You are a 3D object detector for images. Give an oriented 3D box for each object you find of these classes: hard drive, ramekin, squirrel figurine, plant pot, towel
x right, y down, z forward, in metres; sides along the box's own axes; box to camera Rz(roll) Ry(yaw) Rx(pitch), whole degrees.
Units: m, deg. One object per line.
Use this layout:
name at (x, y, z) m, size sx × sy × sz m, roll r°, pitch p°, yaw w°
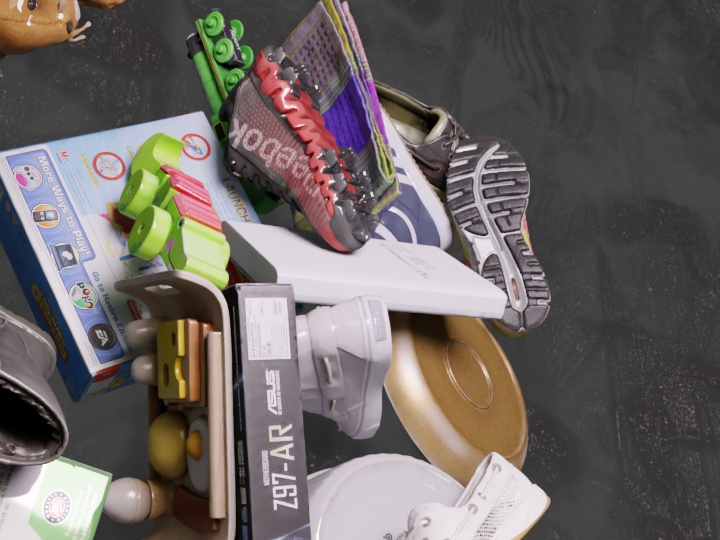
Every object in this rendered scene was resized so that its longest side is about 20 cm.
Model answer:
hard drive at (0.000, 0.000, 1.016) m, size 0.198 × 0.027 × 0.132 m, roll 7°, pitch 16°, yaw -27°
ramekin at (0.019, 0.231, 0.958) m, size 0.201 × 0.094 × 0.204 m, roll 14°, pitch 55°, yaw -20°
squirrel figurine at (-0.297, -0.273, 1.099) m, size 0.198 × 0.142 × 0.188 m, roll 19°, pitch 63°, yaw 1°
plant pot at (0.083, 0.091, 1.069) m, size 0.200 × 0.027 × 0.201 m, roll 39°, pitch 33°, yaw -31°
towel at (-0.035, -0.124, 1.119) m, size 0.023 × 0.143 × 0.202 m, roll 3°, pitch 62°, yaw -40°

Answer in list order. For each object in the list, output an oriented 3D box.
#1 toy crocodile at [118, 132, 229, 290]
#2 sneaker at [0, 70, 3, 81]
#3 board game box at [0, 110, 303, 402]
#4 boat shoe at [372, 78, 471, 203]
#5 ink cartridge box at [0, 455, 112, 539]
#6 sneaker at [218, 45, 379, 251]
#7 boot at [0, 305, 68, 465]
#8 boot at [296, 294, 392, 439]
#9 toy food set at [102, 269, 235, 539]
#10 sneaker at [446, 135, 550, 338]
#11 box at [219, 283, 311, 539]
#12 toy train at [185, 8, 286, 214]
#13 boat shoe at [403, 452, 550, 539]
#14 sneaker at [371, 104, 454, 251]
toy crocodile at (-0.135, -0.042, 0.951) m, size 0.067 × 0.062 × 0.200 m, roll 27°, pitch 15°, yaw -26°
sneaker at (-0.345, -0.120, 0.993) m, size 0.084 × 0.075 × 0.201 m, roll 29°, pitch 52°, yaw -10°
board game box at (-0.177, -0.018, 1.032) m, size 0.195 × 0.056 × 0.201 m, roll -16°, pitch 70°, yaw -35°
boat shoe at (0.064, -0.124, 1.220) m, size 0.199 × 0.066 × 0.072 m, roll 24°, pitch 52°, yaw -13°
ink cartridge box at (-0.281, 0.176, 0.825) m, size 0.199 × 0.084 × 0.146 m, roll 22°, pitch 64°, yaw -15°
sneaker at (-0.057, -0.086, 1.045) m, size 0.071 × 0.098 × 0.201 m, roll 28°, pitch 30°, yaw -59°
boot at (-0.277, 0.057, 0.848) m, size 0.180 × 0.073 × 0.200 m, roll 22°, pitch 10°, yaw -14°
boot at (-0.033, 0.079, 0.978) m, size 0.095 × 0.201 × 0.074 m, roll -7°, pitch 61°, yaw -8°
toy food set at (-0.141, 0.104, 0.877) m, size 0.060 × 0.143 × 0.202 m, roll 0°, pitch 85°, yaw -28°
sneaker at (0.121, -0.027, 1.180) m, size 0.077 × 0.090 × 0.202 m, roll -7°, pitch 70°, yaw -1°
box at (-0.090, 0.120, 0.892) m, size 0.043 × 0.160 × 0.202 m, roll 0°, pitch 81°, yaw -28°
toy train at (-0.109, -0.142, 1.143) m, size 0.042 × 0.056 × 0.201 m, roll 8°, pitch 55°, yaw -56°
boat shoe at (0.056, 0.197, 0.898) m, size 0.069 × 0.071 × 0.200 m, roll 47°, pitch 42°, yaw 7°
sneaker at (-0.007, -0.078, 1.143) m, size 0.108 × 0.070 × 0.201 m, roll -38°, pitch 93°, yaw -39°
